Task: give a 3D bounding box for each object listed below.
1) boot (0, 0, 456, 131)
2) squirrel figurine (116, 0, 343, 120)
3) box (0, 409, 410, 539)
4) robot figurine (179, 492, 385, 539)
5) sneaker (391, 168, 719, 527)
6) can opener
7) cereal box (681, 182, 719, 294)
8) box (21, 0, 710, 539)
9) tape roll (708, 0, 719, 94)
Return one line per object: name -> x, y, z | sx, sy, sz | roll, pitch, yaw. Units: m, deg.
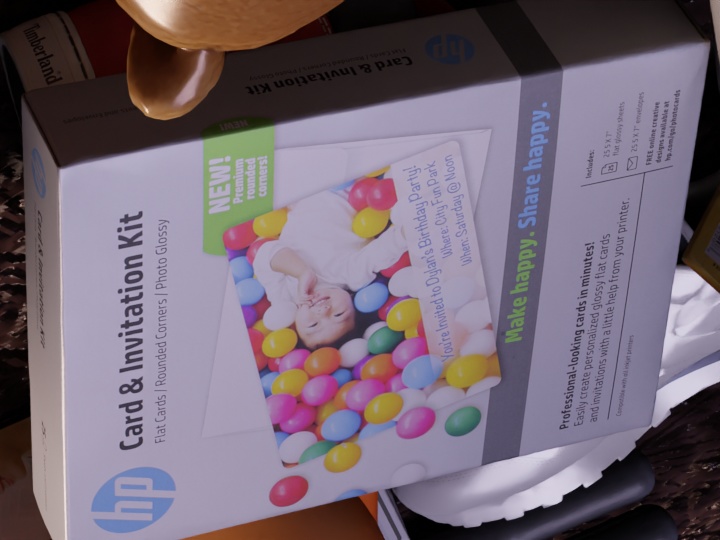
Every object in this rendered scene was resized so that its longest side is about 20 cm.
boot -> -0.029, -0.023, 0.911 | 0.144, 0.073, 0.200 | -18, 147, -11
squirrel figurine -> -0.074, -0.120, 0.592 | 0.199, 0.187, 0.142 | -10, 149, -22
box -> -0.092, 0.095, 1.068 | 0.199, 0.060, 0.117 | -22, 150, 0
robot figurine -> -0.049, 0.132, 0.982 | 0.143, 0.117, 0.200 | -9, 148, -17
sneaker -> 0.088, 0.019, 1.069 | 0.200, 0.076, 0.081 | -34, 142, 5
can opener -> 0.038, 0.134, 1.252 | 0.200, 0.053, 0.067 | -23, -177, -1
cereal box -> 0.221, -0.046, 1.028 | 0.200, 0.040, 0.144 | 8, 115, -43
box -> 0.000, 0.000, 0.863 | 0.199, 0.041, 0.156 | -11, 132, -18
tape roll -> 0.196, -0.100, 0.803 | 0.202, 0.203, 0.139 | -22, 152, -1
